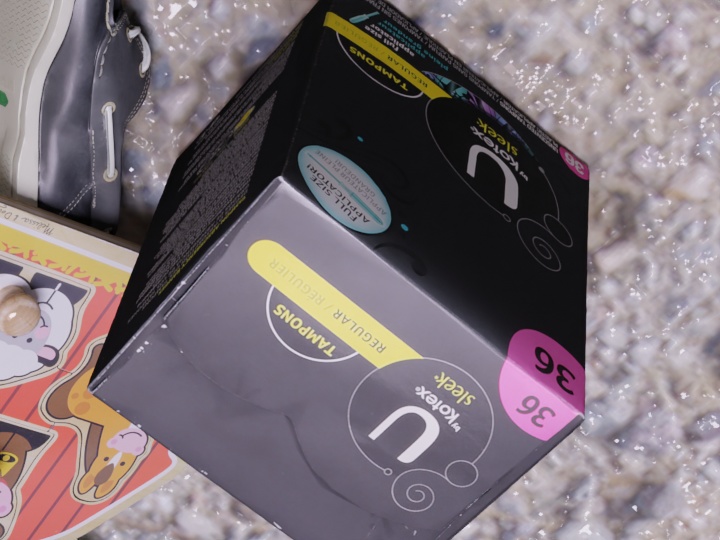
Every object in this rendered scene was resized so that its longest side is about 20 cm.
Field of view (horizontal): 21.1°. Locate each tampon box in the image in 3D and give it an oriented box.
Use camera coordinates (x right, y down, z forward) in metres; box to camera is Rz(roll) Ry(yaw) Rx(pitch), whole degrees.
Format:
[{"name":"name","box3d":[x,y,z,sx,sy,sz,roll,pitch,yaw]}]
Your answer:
[{"name":"tampon box","box3d":[0.000,0.000,0.797,0.150,0.200,0.126,37,117,-15]}]

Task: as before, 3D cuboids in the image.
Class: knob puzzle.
[{"name":"knob puzzle","box3d":[-0.152,0.073,0.884,0.219,0.030,0.220,-18,133,-20]}]

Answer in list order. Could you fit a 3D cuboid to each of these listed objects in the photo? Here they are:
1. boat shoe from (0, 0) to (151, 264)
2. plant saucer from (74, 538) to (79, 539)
[{"name":"boat shoe","box3d":[-0.126,-0.094,0.848,0.067,0.072,0.201,-5,119,-33]},{"name":"plant saucer","box3d":[-0.230,0.163,1.016,0.199,0.031,0.201,3,120,4]}]
